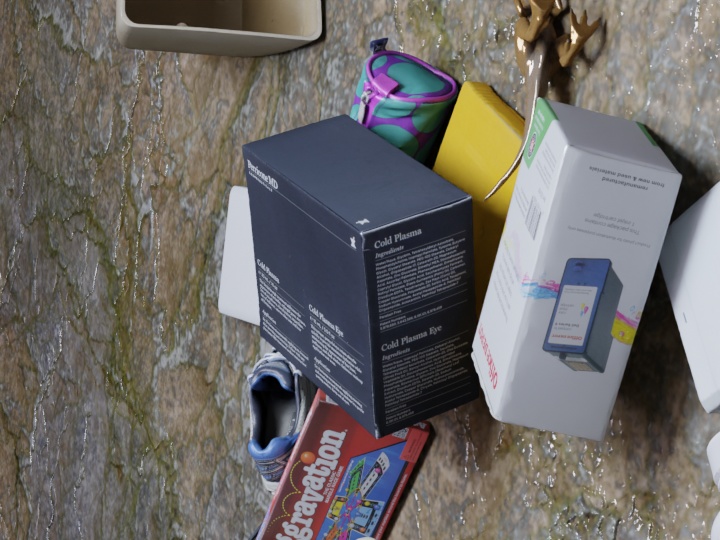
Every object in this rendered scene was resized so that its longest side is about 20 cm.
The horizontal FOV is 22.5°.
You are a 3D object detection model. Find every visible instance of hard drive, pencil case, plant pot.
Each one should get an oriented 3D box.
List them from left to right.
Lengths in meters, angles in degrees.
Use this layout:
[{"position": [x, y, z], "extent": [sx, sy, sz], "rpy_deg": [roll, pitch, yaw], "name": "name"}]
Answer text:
[{"position": [-0.161, -0.310, 1.821], "extent": [0.177, 0.197, 0.203], "rpy_deg": [153, 117, -69], "name": "plant pot"}, {"position": [-0.083, -0.009, 1.794], "extent": [0.199, 0.026, 0.134], "rpy_deg": [14, 98, 61], "name": "hard drive"}, {"position": [0.008, -0.096, 1.575], "extent": [0.085, 0.092, 0.201], "rpy_deg": [54, 134, 34], "name": "pencil case"}, {"position": [0.269, -0.012, 1.150], "extent": [0.200, 0.026, 0.133], "rpy_deg": [-47, 47, 49], "name": "hard drive"}]

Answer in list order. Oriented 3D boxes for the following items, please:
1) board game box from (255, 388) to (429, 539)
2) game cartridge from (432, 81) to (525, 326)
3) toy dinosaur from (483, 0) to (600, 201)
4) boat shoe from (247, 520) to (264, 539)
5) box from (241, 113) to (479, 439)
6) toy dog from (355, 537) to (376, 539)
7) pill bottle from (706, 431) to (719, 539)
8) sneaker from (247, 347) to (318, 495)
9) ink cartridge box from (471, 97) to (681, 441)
[{"position": [-0.022, 0.199, 1.582], "extent": [0.020, 0.102, 0.201], "rpy_deg": [-88, 18, -59], "name": "board game box"}, {"position": [0.108, -0.030, 1.456], "extent": [0.200, 0.032, 0.178], "rpy_deg": [55, 133, 51], "name": "game cartridge"}, {"position": [0.139, -0.162, 1.399], "extent": [0.106, 0.060, 0.202], "rpy_deg": [120, 156, -62], "name": "toy dinosaur"}, {"position": [-0.048, 0.227, 1.664], "extent": [0.200, 0.061, 0.076], "rpy_deg": [-45, 43, 48], "name": "boat shoe"}, {"position": [0.000, 0.000, 1.458], "extent": [0.200, 0.103, 0.184], "rpy_deg": [38, 140, 50], "name": "box"}, {"position": [0.011, 0.319, 1.477], "extent": [0.200, 0.138, 0.196], "rpy_deg": [-45, 62, 49], "name": "toy dog"}, {"position": [0.269, 0.185, 1.052], "extent": [0.112, 0.111, 0.202], "rpy_deg": [-47, 48, 48], "name": "pill bottle"}, {"position": [-0.059, 0.099, 1.630], "extent": [0.076, 0.085, 0.202], "rpy_deg": [-9, 54, 24], "name": "sneaker"}, {"position": [0.147, -0.002, 1.278], "extent": [0.145, 0.087, 0.202], "rpy_deg": [-99, 24, -72], "name": "ink cartridge box"}]
